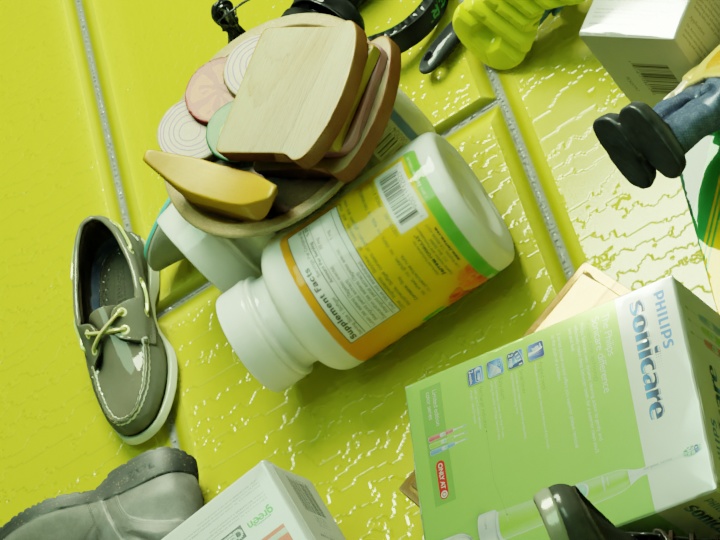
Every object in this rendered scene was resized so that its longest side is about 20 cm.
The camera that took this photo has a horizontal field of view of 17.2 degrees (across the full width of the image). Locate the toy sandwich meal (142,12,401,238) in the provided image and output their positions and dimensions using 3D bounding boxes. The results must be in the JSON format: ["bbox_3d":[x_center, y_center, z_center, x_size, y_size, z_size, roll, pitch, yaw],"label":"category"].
[{"bbox_3d":[-0.068,-0.113,1.695,0.204,0.070,0.206,-16,55,24],"label":"toy sandwich meal"}]

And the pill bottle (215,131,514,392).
[{"bbox_3d":[0.000,0.000,1.695,0.199,0.111,0.111,-34,45,13],"label":"pill bottle"}]

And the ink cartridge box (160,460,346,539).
[{"bbox_3d":[-0.083,0.259,1.576,0.200,0.084,0.176,-38,64,9],"label":"ink cartridge box"}]

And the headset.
[{"bbox_3d":[-0.023,-0.207,1.908,0.199,0.094,0.124,-2,53,18],"label":"headset"}]

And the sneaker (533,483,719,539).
[{"bbox_3d":[0.185,0.168,1.372,0.106,0.200,0.075,-35,35,11],"label":"sneaker"}]

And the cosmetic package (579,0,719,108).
[{"bbox_3d":[0.243,-0.217,1.669,0.084,0.108,0.201,7,63,39],"label":"cosmetic package"}]

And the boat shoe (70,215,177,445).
[{"bbox_3d":[-0.188,0.044,1.842,0.072,0.060,0.203,-28,47,18],"label":"boat shoe"}]

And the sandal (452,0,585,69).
[{"bbox_3d":[0.136,-0.227,1.740,0.087,0.079,0.200,-53,8,-29],"label":"sandal"}]

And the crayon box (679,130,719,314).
[{"bbox_3d":[0.314,-0.047,1.527,0.199,0.058,0.173,-27,47,20],"label":"crayon box"}]

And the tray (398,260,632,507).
[{"bbox_3d":[0.123,0.097,1.586,0.200,0.037,0.099,-51,44,-4],"label":"tray"}]

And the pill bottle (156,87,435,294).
[{"bbox_3d":[-0.050,-0.073,1.783,0.200,0.114,0.114,-44,44,2],"label":"pill bottle"}]

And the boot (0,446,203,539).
[{"bbox_3d":[-0.189,0.223,1.713,0.199,0.070,0.132,-33,50,20],"label":"boot"}]

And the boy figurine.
[{"bbox_3d":[0.248,-0.134,1.550,0.200,0.065,0.124,-40,8,-20],"label":"boy figurine"}]

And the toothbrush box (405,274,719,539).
[{"bbox_3d":[0.137,0.114,1.470,0.199,0.086,0.146,-25,55,26],"label":"toothbrush box"}]

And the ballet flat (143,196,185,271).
[{"bbox_3d":[-0.096,-0.078,1.862,0.063,0.067,0.201,27,79,18],"label":"ballet flat"}]

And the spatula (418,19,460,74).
[{"bbox_3d":[0.104,-0.232,1.846,0.201,0.021,0.056,-57,32,-8],"label":"spatula"}]
